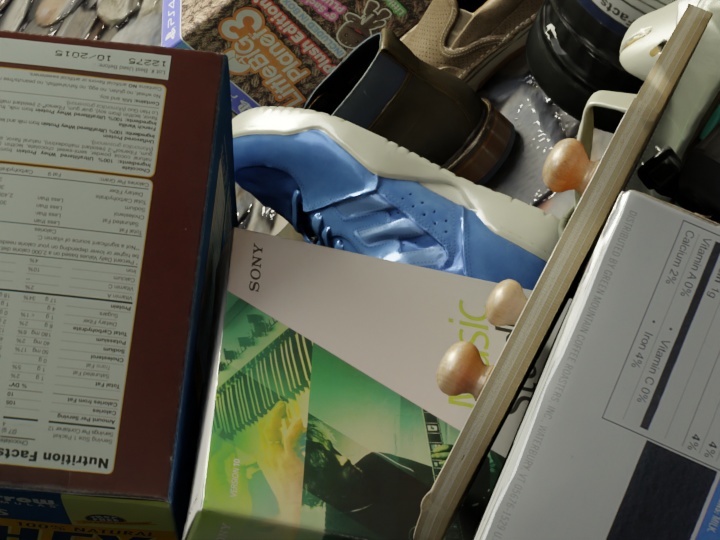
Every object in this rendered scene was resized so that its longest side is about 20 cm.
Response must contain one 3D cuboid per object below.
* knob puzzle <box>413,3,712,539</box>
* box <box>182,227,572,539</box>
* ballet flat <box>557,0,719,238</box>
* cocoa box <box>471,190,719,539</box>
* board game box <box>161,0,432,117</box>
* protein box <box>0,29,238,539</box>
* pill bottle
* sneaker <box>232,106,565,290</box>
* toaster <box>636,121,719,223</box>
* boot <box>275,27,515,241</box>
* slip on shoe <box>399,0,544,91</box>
[{"bbox_3d":[0.055,0.015,0.601,0.221,0.030,0.220,-61,-7,-13],"label":"knob puzzle"},{"bbox_3d":[0.031,0.064,0.707,0.036,0.198,0.145,112,165,-49],"label":"box"},{"bbox_3d":[0.132,-0.073,0.727,0.068,0.063,0.201,-54,-13,-43],"label":"ballet flat"},{"bbox_3d":[0.113,0.077,0.554,0.200,0.130,0.134,74,-140,-79],"label":"cocoa box"},{"bbox_3d":[-0.027,-0.216,1.095,0.199,0.097,0.160,-34,39,25],"label":"board game box"},{"bbox_3d":[-0.134,0.028,0.776,0.199,0.133,0.202,97,179,-69],"label":"protein box"},{"bbox_3d":[0.150,-0.159,0.769,0.201,0.111,0.113,116,163,-49],"label":"pill bottle"},{"bbox_3d":[0.000,-0.001,0.827,0.198,0.077,0.112,24,70,13],"label":"sneaker"},{"bbox_3d":[0.213,-0.028,0.617,0.129,0.114,0.200,-47,51,-1],"label":"toaster"},{"bbox_3d":[-0.019,-0.054,0.940,0.199,0.097,0.075,-36,31,23],"label":"boot"},{"bbox_3d":[0.064,-0.146,0.960,0.199,0.060,0.077,-26,42,33],"label":"slip on shoe"}]
